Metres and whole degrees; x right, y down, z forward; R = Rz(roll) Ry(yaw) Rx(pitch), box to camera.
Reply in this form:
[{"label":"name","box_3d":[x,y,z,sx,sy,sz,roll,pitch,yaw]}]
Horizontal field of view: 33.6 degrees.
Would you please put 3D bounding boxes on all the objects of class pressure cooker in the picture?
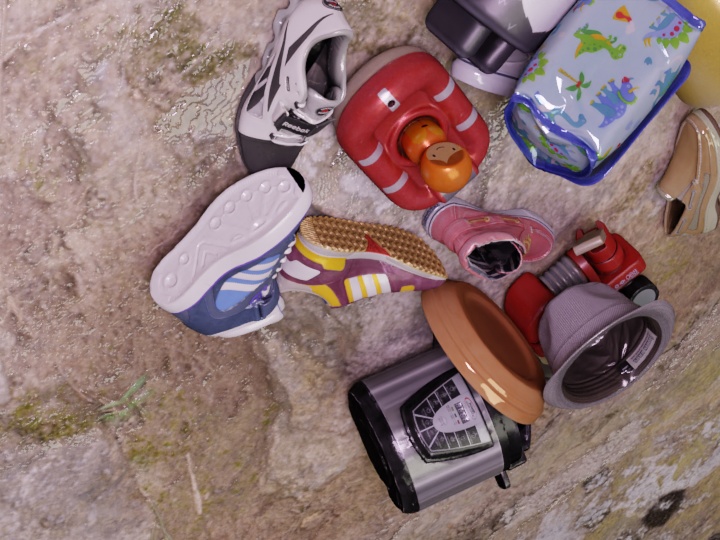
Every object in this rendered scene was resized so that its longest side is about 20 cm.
[{"label":"pressure cooker","box_3d":[0.103,0.176,1.437,0.200,0.179,0.176,-22,130,-10]}]

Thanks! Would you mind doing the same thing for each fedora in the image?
[{"label":"fedora","box_3d":[0.263,0.073,1.356,0.177,0.090,0.200,-44,148,13]}]

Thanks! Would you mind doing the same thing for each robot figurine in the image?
[{"label":"robot figurine","box_3d":[0.152,-0.284,1.116,0.200,0.125,0.150,-51,179,14]}]

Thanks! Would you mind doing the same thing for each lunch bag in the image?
[{"label":"lunch bag","box_3d":[0.229,-0.179,1.160,0.170,0.127,0.200,-50,177,-1]}]

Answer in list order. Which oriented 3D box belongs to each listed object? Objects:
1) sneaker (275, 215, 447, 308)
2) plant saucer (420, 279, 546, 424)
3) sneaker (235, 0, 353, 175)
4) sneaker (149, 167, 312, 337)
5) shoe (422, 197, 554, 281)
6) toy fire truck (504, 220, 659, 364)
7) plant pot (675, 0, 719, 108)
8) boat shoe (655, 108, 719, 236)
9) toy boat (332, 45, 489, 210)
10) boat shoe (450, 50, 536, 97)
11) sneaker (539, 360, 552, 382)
[{"label":"sneaker","box_3d":[0.000,0.000,1.306,0.200,0.075,0.090,13,126,-32]},{"label":"plant saucer","box_3d":[0.149,0.085,1.370,0.037,0.200,0.200,-41,138,20]},{"label":"sneaker","box_3d":[-0.059,-0.158,1.116,0.074,0.089,0.200,-4,129,-32]},{"label":"sneaker","box_3d":[-0.103,-0.010,1.208,0.200,0.081,0.146,-40,147,10]},{"label":"shoe","box_3d":[0.166,-0.025,1.369,0.200,0.091,0.071,11,118,-40]},{"label":"toy fire truck","box_3d":[0.256,0.013,1.439,0.176,0.129,0.200,-39,133,2]},{"label":"plant pot","box_3d":[0.362,-0.289,1.227,0.142,0.200,0.200,38,101,-22]},{"label":"boat shoe","box_3d":[0.403,-0.110,1.474,0.076,0.072,0.200,-19,135,-3]},{"label":"toy boat","box_3d":[0.065,-0.126,1.190,0.131,0.131,0.200,-43,137,5]},{"label":"boat shoe","box_3d":[0.173,-0.221,1.235,0.200,0.074,0.067,-6,122,-45]},{"label":"sneaker","box_3d":[0.297,0.086,1.572,0.200,0.074,0.079,-34,128,-13]}]
